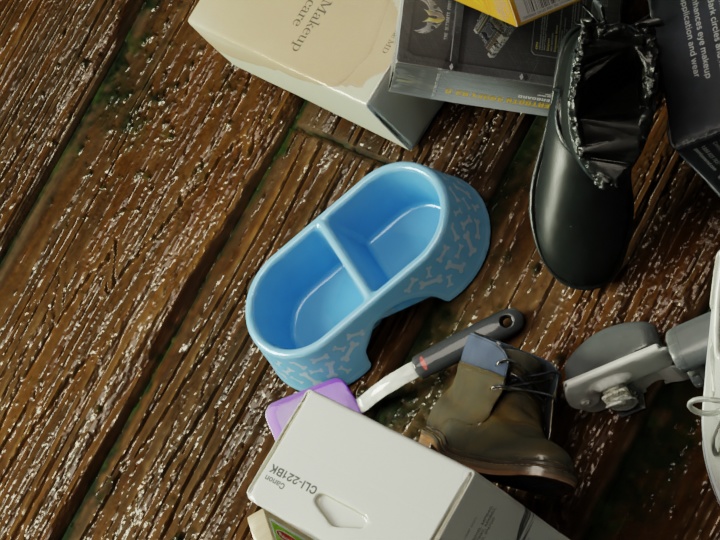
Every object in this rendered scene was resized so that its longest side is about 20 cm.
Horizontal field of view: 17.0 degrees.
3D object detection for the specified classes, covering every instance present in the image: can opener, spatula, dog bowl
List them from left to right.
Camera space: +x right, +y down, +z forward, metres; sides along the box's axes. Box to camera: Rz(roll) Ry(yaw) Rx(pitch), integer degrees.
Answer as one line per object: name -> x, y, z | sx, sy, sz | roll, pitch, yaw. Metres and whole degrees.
dog bowl -> 0.000, 0.000, 1.750 | 0.200, 0.050, 0.111 | -40, 53, 9
spatula -> 0.028, 0.078, 1.710 | 0.200, 0.021, 0.057 | -29, 72, 14
can opener -> 0.221, 0.044, 1.590 | 0.200, 0.053, 0.066 | -21, 57, 22

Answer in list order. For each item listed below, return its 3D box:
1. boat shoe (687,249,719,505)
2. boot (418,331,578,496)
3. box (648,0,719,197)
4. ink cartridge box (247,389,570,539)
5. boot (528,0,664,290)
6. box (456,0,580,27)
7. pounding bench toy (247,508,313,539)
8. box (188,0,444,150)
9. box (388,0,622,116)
boat shoe -> 0.246, 0.068, 1.505 | 0.075, 0.086, 0.202 | 4, 92, 19
boot -> 0.095, 0.091, 1.580 | 0.200, 0.075, 0.097 | 5, 77, 69
box -> 0.303, -0.172, 1.603 | 0.200, 0.117, 0.197 | -19, 59, 24
ink cartridge box -> 0.044, 0.167, 1.547 | 0.144, 0.200, 0.084 | 24, 82, 37
boot -> 0.157, -0.078, 1.589 | 0.073, 0.162, 0.198 | 4, 96, -2
box -> 0.123, -0.214, 1.628 | 0.119, 0.041, 0.200 | -23, 16, -8
pounding bench toy -> -0.098, 0.251, 1.595 | 0.156, 0.200, 0.124 | -31, 55, 15
box -> -0.023, -0.177, 1.831 | 0.200, 0.078, 0.095 | 26, 82, 37
box -> 0.109, -0.213, 1.736 | 0.158, 0.048, 0.200 | 7, 67, -2
